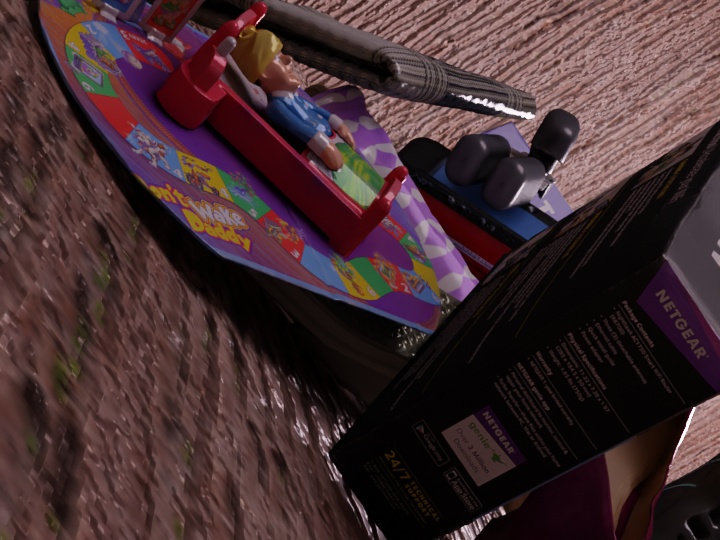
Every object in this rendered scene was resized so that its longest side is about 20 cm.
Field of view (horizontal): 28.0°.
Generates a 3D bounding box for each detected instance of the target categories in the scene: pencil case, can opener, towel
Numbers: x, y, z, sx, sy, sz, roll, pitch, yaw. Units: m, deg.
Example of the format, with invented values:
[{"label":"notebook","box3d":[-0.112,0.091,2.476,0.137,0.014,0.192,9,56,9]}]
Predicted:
[{"label":"pencil case","box3d":[0.019,-0.005,0.791,0.085,0.084,0.201,-25,80,-51]},{"label":"can opener","box3d":[0.102,-0.080,0.930,0.053,0.067,0.200,33,11,9]},{"label":"towel","box3d":[-0.010,-0.140,0.877,0.199,0.035,0.192,24,13,29]}]

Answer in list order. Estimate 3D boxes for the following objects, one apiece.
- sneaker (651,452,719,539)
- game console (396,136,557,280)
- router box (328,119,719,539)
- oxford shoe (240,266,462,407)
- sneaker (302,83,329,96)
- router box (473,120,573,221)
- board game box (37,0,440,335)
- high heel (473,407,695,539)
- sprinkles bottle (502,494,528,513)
[{"label":"sneaker","box3d":[0.146,0.116,0.650,0.079,0.199,0.076,3,-65,63]},{"label":"game console","box3d":[0.097,-0.029,0.920,0.199,0.119,0.173,33,-20,8]},{"label":"router box","box3d":[0.090,0.014,0.552,0.051,0.149,0.200,54,33,-4]},{"label":"oxford shoe","box3d":[-0.002,0.022,0.614,0.200,0.058,0.076,38,40,-29]},{"label":"sneaker","box3d":[-0.008,-0.089,1.243,0.109,0.070,0.200,52,3,-23]},{"label":"router box","box3d":[0.106,0.020,1.094,0.049,0.180,0.201,-22,73,-39]},{"label":"board game box","box3d":[-0.029,-0.058,0.550,0.199,0.039,0.159,22,31,-47]},{"label":"high heel","box3d":[0.120,0.067,0.599,0.067,0.200,0.096,45,-36,-10]},{"label":"sprinkles bottle","box3d":[0.084,0.090,0.932,0.200,0.068,0.068,53,5,-39]}]
